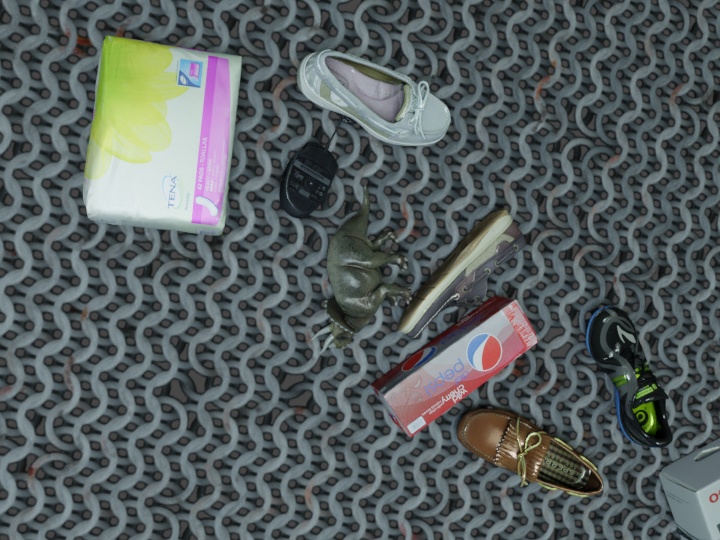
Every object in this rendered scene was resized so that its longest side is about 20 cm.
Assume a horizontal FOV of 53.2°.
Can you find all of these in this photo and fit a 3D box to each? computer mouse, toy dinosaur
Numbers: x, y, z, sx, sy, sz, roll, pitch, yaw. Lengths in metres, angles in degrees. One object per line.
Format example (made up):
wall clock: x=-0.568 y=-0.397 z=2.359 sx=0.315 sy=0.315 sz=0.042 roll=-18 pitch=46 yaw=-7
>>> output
computer mouse: x=-0.042 y=-0.153 z=0.854 sx=0.059 sy=0.034 sz=0.201 roll=32 pitch=78 yaw=-25
toy dinosaur: x=0.000 y=0.000 z=0.843 sx=0.102 sy=0.077 sz=0.201 roll=-2 pitch=95 yaw=-19

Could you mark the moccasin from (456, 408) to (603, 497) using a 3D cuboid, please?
moccasin: x=0.212 y=0.231 z=0.896 sx=0.201 sy=0.078 sz=0.074 roll=32 pitch=85 yaw=-12

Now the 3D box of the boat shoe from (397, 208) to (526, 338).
boat shoe: x=0.127 y=0.012 z=0.875 sx=0.065 sy=0.072 sz=0.200 roll=44 pitch=77 yaw=-6

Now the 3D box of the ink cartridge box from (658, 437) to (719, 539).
ink cartridge box: x=0.509 y=0.339 z=0.963 sx=0.146 sy=0.083 sz=0.201 roll=-24 pitch=96 yaw=-11

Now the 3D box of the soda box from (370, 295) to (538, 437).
soda box: x=0.114 y=0.113 z=0.874 sx=0.200 sy=0.070 sz=0.064 roll=-34 pitch=98 yaw=-9

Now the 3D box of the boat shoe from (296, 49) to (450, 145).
boat shoe: x=0.026 y=-0.199 z=0.832 sx=0.201 sy=0.065 sz=0.075 roll=20 pitch=83 yaw=-27

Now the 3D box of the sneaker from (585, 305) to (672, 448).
sneaker: x=0.352 y=0.136 z=0.921 sx=0.071 sy=0.083 sz=0.200 roll=-23 pitch=97 yaw=-11

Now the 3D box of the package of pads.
package of pads: x=-0.218 y=-0.145 z=0.793 sx=0.154 sy=0.068 sz=0.201 roll=5 pitch=90 yaw=-13
